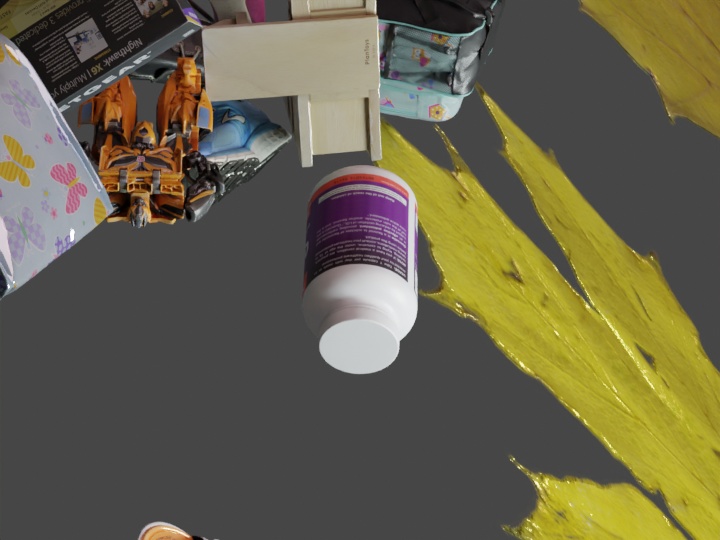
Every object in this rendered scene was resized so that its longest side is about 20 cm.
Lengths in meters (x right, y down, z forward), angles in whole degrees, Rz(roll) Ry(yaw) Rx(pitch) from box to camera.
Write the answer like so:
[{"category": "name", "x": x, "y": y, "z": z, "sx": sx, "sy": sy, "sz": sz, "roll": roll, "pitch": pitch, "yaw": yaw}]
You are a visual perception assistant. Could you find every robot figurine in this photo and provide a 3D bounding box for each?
[{"category": "robot figurine", "x": -0.192, "y": -0.113, "z": 1.679, "sx": 0.144, "sy": 0.058, "sz": 0.201, "roll": 1, "pitch": 40, "yaw": -5}]

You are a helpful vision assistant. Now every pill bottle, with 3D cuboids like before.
[{"category": "pill bottle", "x": 0.000, "y": 0.000, "z": 1.860, "sx": 0.112, "sy": 0.112, "sz": 0.201, "roll": 38, "pitch": 36, "yaw": -31}]

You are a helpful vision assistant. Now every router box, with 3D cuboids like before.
[{"category": "router box", "x": -0.256, "y": -0.221, "z": 1.593, "sx": 0.158, "sy": 0.199, "sz": 0.052, "roll": 60, "pitch": 8, "yaw": 3}]

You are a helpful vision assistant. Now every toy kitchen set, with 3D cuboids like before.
[{"category": "toy kitchen set", "x": -0.074, "y": -0.224, "z": 1.830, "sx": 0.181, "sy": 0.162, "sz": 0.201, "roll": -106, "pitch": -167, "yaw": -62}]

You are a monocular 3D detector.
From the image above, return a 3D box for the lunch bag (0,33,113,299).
[{"category": "lunch bag", "x": -0.311, "y": -0.083, "z": 1.465, "sx": 0.201, "sy": 0.127, "sz": 0.170, "roll": 62, "pitch": 31, "yaw": -13}]

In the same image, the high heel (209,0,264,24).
[{"category": "high heel", "x": -0.121, "y": -0.299, "z": 1.911, "sx": 0.201, "sy": 0.067, "sz": 0.096, "roll": 85, "pitch": 10, "yaw": -49}]

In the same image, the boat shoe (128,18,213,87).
[{"category": "boat shoe", "x": -0.173, "y": -0.209, "z": 1.819, "sx": 0.067, "sy": 0.072, "sz": 0.200, "roll": 30, "pitch": 18, "yaw": 27}]

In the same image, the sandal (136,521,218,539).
[{"category": "sandal", "x": -0.095, "y": 0.267, "z": 1.526, "sx": 0.207, "sy": 0.059, "sz": 0.079, "roll": 47, "pitch": 32, "yaw": -19}]

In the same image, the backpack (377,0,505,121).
[{"category": "backpack", "x": 0.045, "y": -0.264, "z": 2.114, "sx": 0.199, "sy": 0.154, "sz": 0.176, "roll": 18, "pitch": 36, "yaw": 5}]

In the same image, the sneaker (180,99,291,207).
[{"category": "sneaker", "x": -0.142, "y": -0.120, "z": 1.816, "sx": 0.090, "sy": 0.078, "sz": 0.200, "roll": 47, "pitch": 21, "yaw": 1}]
